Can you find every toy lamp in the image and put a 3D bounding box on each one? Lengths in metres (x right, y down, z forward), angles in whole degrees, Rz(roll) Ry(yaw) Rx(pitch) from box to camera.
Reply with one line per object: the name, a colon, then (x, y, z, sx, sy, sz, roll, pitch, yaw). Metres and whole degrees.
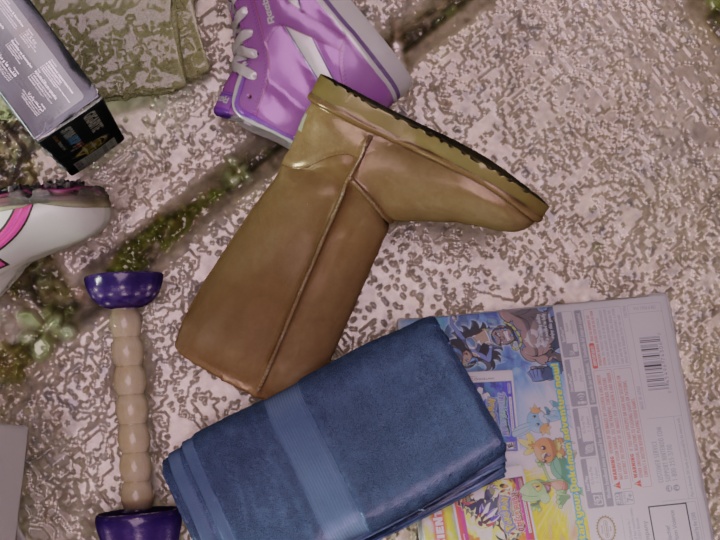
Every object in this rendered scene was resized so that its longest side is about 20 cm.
toy lamp: (-0.145, 0.103, 0.871, 0.058, 0.058, 0.201, -2, 85, -4)

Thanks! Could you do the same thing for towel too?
towel: (-0.207, -0.174, 0.894, 0.199, 0.036, 0.149, -11, 88, -5)
towel: (-0.016, 0.117, 0.830, 0.200, 0.049, 0.112, -28, 69, 4)

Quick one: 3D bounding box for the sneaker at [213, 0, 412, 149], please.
sneaker: (-0.070, -0.162, 0.883, 0.114, 0.073, 0.201, -40, 90, -3)

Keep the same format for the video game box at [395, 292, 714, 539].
video game box: (0.122, 0.122, 0.867, 0.181, 0.047, 0.201, -4, 71, -6)

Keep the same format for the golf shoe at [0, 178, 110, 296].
golf shoe: (-0.249, -0.002, 0.866, 0.199, 0.073, 0.092, -15, 94, 6)

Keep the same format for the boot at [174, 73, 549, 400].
boot: (0.000, 0.000, 0.861, 0.175, 0.066, 0.200, 28, 100, 8)

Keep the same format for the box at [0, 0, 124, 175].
box: (-0.221, -0.154, 0.794, 0.046, 0.159, 0.200, -37, 91, -6)

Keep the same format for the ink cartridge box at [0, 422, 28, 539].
ink cartridge box: (-0.295, 0.144, 0.785, 0.200, 0.128, 0.126, 16, 73, -45)
